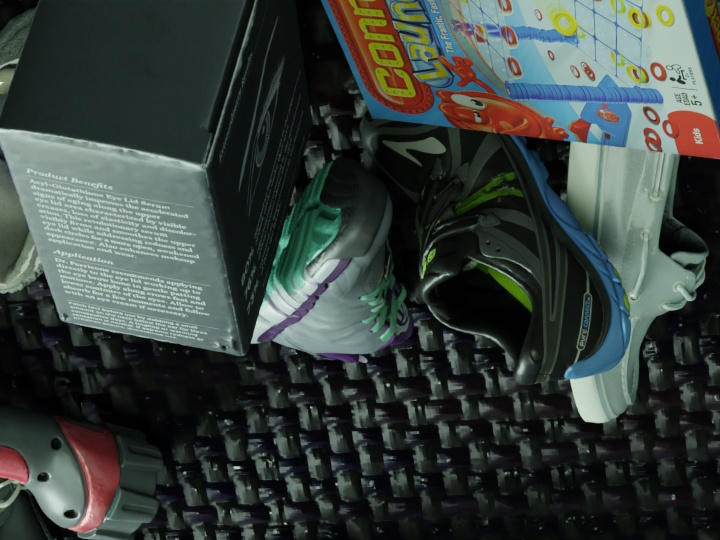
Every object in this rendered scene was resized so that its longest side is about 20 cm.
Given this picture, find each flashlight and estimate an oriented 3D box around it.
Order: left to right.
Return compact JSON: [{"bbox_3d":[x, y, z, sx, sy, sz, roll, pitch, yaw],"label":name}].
[{"bbox_3d":[-0.207,0.104,1.429,0.199,0.068,0.068,13,139,-36],"label":"flashlight"}]

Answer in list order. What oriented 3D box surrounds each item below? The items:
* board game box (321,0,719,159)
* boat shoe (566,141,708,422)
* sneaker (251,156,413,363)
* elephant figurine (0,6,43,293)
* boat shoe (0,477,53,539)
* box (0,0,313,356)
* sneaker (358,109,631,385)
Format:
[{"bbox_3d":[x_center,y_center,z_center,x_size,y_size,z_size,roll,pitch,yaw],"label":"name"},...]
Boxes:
[{"bbox_3d":[0.073,-0.145,1.226,0.195,0.056,0.200,8,146,27],"label":"board game box"},{"bbox_3d":[0.145,-0.009,1.347,0.071,0.070,0.202,5,116,13],"label":"boat shoe"},{"bbox_3d":[0.000,0.000,1.350,0.087,0.075,0.200,21,161,-11],"label":"sneaker"},{"bbox_3d":[-0.206,-0.051,1.375,0.199,0.142,0.155,-8,148,0],"label":"elephant figurine"},{"bbox_3d":[-0.221,0.120,1.493,0.062,0.073,0.200,-28,103,28],"label":"boat shoe"},{"bbox_3d":[-0.095,-0.072,1.273,0.104,0.149,0.200,10,152,9],"label":"box"},{"bbox_3d":[0.057,-0.021,1.312,0.200,0.082,0.071,53,148,30],"label":"sneaker"}]
